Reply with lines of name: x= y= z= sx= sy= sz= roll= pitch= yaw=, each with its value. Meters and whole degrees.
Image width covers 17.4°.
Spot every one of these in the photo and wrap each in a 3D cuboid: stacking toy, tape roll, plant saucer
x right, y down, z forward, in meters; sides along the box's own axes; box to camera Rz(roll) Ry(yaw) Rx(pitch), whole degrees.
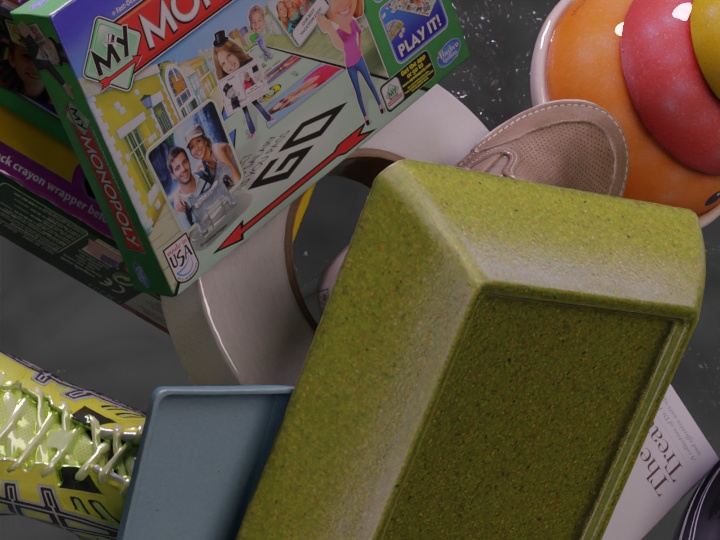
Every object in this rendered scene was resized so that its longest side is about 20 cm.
stacking toy: x=0.195 y=-0.109 z=1.201 sx=0.146 sy=0.200 sz=0.147 roll=10 pitch=70 yaw=-30
tape roll: x=0.000 y=0.000 z=1.073 sx=0.202 sy=0.037 sz=0.203 roll=11 pitch=71 yaw=-34
plant saucer: x=0.060 y=0.063 z=1.007 sx=0.199 sy=0.048 sz=0.200 roll=7 pitch=110 yaw=-42
plant saucer: x=-0.079 y=0.135 z=0.987 sx=0.070 sy=0.019 sz=0.200 roll=1 pitch=114 yaw=-33

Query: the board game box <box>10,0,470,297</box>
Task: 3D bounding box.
board game box: x=-0.044 y=-0.100 z=0.996 sx=0.200 sy=0.029 sz=0.135 roll=-41 pitch=123 yaw=-32

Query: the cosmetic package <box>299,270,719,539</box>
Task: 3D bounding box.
cosmetic package: x=0.070 y=0.059 z=1.161 sx=0.151 sy=0.052 sz=0.200 roll=-38 pitch=98 yaw=-32

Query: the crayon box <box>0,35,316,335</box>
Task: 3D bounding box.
crayon box: x=-0.111 y=-0.086 z=1.080 sx=0.200 sy=0.058 sz=0.173 roll=32 pitch=59 yaw=-22

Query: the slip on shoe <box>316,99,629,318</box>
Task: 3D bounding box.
slip on shoe: x=0.065 y=-0.024 z=1.065 sx=0.200 sy=0.061 sz=0.076 roll=-30 pitch=95 yaw=-38

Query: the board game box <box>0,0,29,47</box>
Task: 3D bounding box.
board game box: x=-0.183 y=-0.169 z=1.023 sx=0.200 sy=0.023 sz=0.105 roll=25 pitch=61 yaw=6

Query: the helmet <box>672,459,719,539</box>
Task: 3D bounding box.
helmet: x=0.246 y=0.168 z=1.155 sx=0.200 sy=0.200 sz=0.191 roll=41 pitch=81 yaw=-17

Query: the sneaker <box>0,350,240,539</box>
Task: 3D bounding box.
sneaker: x=-0.125 y=0.075 z=1.009 sx=0.200 sy=0.076 sz=0.076 roll=23 pitch=64 yaw=-27
